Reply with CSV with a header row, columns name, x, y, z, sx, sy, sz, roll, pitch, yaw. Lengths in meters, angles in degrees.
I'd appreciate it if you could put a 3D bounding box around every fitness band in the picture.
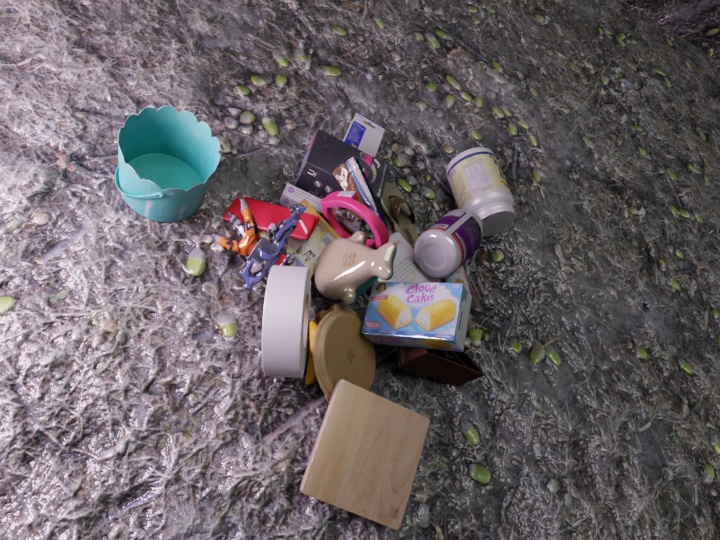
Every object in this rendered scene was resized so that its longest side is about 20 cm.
name,x,y,z,sx,sy,sz,roll,pitch,yaw
fitness band,-0.017,-0.100,1.219,0.037,0.199,0.145,-42,116,-23

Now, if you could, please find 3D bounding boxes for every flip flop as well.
name,x,y,z,sx,sy,sz,roll,pitch,yaw
flip flop,0.104,-0.137,1.419,0.080,0.058,0.203,-6,64,-31

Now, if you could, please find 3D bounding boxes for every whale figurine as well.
name,x,y,z,sx,sy,sz,roll,pitch,yaw
whale figurine,0.000,0.000,1.155,0.103,0.197,0.162,33,56,-43

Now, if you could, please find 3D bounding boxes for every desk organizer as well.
name,x,y,z,sx,sy,sz,roll,pitch,yaw
desk organizer,0.173,0.181,1.210,0.198,0.076,0.073,24,50,-36

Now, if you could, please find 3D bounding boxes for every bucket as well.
name,x,y,z,sx,sy,sz,roll,pitch,yaw
bucket,-0.391,-0.209,1.146,0.203,0.135,0.211,14,54,-21

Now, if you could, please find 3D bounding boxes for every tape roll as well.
name,x,y,z,sx,sy,sz,roll,pitch,yaw
tape roll,-0.133,0.093,1.051,0.069,0.204,0.206,3,57,-1

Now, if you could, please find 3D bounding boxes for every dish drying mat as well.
name,x,y,z,sx,sy,sz,roll,pitch,yaw
dish drying mat,-0.191,-0.114,1.217,0.196,0.018,0.078,16,53,12

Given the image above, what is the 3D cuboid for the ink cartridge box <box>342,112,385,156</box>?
name,x,y,z,sx,sy,sz,roll,pitch,yaw
ink cartridge box,-0.003,-0.324,1.492,0.093,0.037,0.203,27,54,-10

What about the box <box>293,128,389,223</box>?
name,x,y,z,sx,sy,sz,roll,pitch,yaw
box,-0.045,-0.224,1.361,0.197,0.106,0.124,23,52,-13

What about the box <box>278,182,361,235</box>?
name,x,y,z,sx,sy,sz,roll,pitch,yaw
box,-0.092,-0.137,1.325,0.197,0.041,0.039,26,52,-13

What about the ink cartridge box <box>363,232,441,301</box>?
name,x,y,z,sx,sy,sz,roll,pitch,yaw
ink cartridge box,0.092,0.036,1.287,0.201,0.086,0.147,49,51,9

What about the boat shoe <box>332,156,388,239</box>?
name,x,y,z,sx,sy,sz,roll,pitch,yaw
boat shoe,0.001,-0.146,1.269,0.203,0.071,0.072,66,13,3

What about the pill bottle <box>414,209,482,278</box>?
name,x,y,z,sx,sy,sz,roll,pitch,yaw
pill bottle,0.211,-0.069,1.308,0.113,0.113,0.199,47,41,6

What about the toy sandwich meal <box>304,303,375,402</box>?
name,x,y,z,sx,sy,sz,roll,pitch,yaw
toy sandwich meal,-0.045,0.167,1.128,0.203,0.069,0.210,22,62,-48

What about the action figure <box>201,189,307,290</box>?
name,x,y,z,sx,sy,sz,roll,pitch,yaw
action figure,-0.192,-0.069,1.146,0.193,0.105,0.200,44,86,-2

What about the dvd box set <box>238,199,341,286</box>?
name,x,y,z,sx,sy,sz,roll,pitch,yaw
dvd box set,-0.143,-0.045,1.224,0.146,0.029,0.200,45,61,4

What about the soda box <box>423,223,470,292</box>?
name,x,y,z,sx,sy,sz,roll,pitch,yaw
soda box,0.205,-0.012,1.392,0.067,0.064,0.204,5,58,-25

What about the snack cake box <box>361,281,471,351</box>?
name,x,y,z,sx,sy,sz,roll,pitch,yaw
snack cake box,0.111,0.088,1.121,0.067,0.196,0.117,43,54,-51

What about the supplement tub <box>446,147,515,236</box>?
name,x,y,z,sx,sy,sz,roll,pitch,yaw
supplement tub,0.323,-0.209,1.526,0.142,0.145,0.204,-1,62,-28

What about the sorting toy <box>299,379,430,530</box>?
name,x,y,z,sx,sy,sz,roll,pitch,yaw
sorting toy,0.004,0.334,1.042,0.196,0.069,0.203,26,69,-15
